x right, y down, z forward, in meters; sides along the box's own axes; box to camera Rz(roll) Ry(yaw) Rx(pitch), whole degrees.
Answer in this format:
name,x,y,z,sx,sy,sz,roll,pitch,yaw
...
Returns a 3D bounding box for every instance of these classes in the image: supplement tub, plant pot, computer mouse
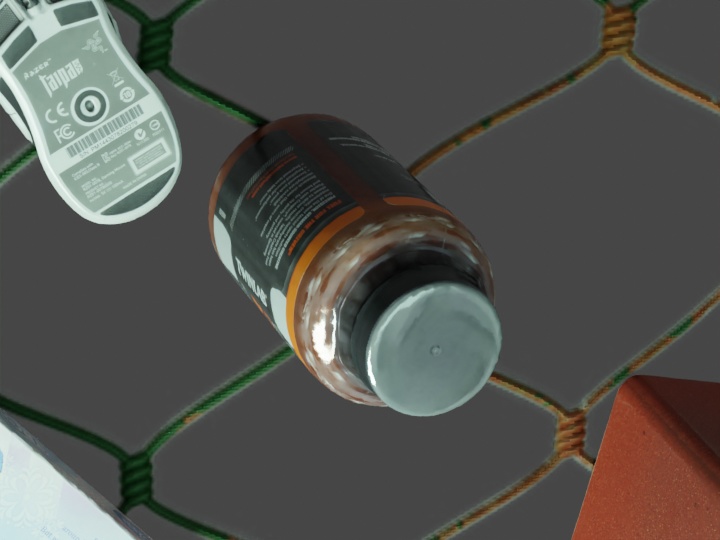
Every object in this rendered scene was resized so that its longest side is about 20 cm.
name,x,y,z,sx,sy,sz,roll,pitch,yaw
supplement tub,0.000,0.000,1.372,0.107,0.200,0.107,-8,115,-18
plant pot,0.247,0.193,1.577,0.200,0.176,0.200,7,110,-25
computer mouse,-0.157,-0.112,1.350,0.110,0.044,0.200,-32,115,-12

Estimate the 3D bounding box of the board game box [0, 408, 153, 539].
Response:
name,x,y,z,sx,sy,sz,roll,pitch,yaw
board game box,-0.224,0.176,1.447,0.199,0.043,0.200,-44,121,1
